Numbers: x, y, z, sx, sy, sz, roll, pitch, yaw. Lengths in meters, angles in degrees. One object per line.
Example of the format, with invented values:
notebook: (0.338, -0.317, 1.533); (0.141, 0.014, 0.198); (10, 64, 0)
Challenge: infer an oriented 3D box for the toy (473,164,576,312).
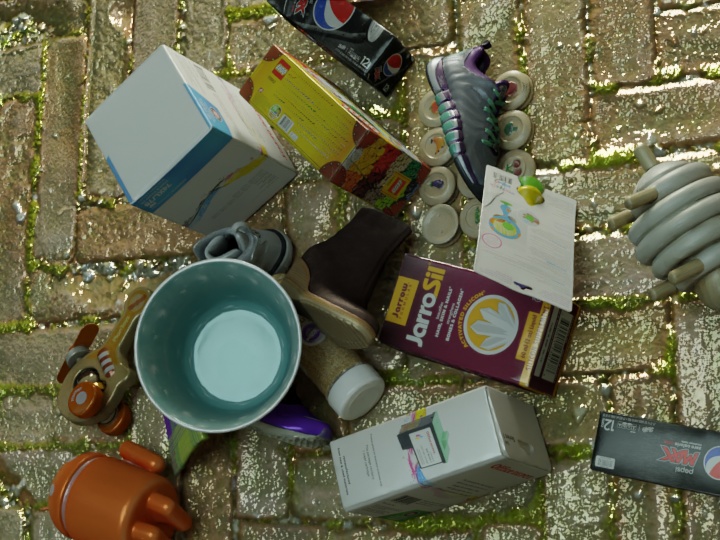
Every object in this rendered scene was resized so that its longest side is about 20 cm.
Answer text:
toy: (0.177, -0.028, 1.612); (0.201, 0.114, 0.047); (-76, 10, -48)

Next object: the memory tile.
memory tile: (0.138, -0.134, 1.751); (0.152, 0.017, 0.202); (-9, 73, 27)

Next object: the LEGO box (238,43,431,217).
LEGO box: (-0.031, -0.168, 1.768); (0.077, 0.149, 0.200); (-51, 56, 9)

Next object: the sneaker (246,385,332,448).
sneaker: (-0.114, 0.148, 1.785); (0.199, 0.069, 0.100); (16, 83, 31)

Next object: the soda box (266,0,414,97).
soda box: (-0.026, -0.306, 1.854); (0.200, 0.071, 0.064); (40, 92, 31)

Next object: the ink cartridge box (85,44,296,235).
ink cartridge box: (-0.210, -0.155, 1.842); (0.146, 0.200, 0.147); (-41, 61, 15)

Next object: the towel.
towel: (-0.228, 0.140, 1.833); (0.144, 0.023, 0.202); (125, 136, -57)

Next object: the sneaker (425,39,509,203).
sneaker: (0.141, -0.179, 1.711); (0.087, 0.074, 0.202); (-24, 65, 16)

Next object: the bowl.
bowl: (-0.155, 0.095, 1.715); (0.198, 0.105, 0.203); (-2, 78, 10)

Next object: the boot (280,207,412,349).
boot: (0.000, 0.000, 1.708); (0.166, 0.073, 0.199); (-43, 34, -16)

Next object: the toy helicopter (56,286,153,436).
toy helicopter: (-0.334, 0.109, 1.929); (0.132, 0.079, 0.201); (22, 77, 40)

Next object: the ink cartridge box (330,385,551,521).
ink cartridge box: (0.090, 0.205, 1.612); (0.198, 0.145, 0.085); (-22, 67, 22)

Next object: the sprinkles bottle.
sprinkles bottle: (-0.055, 0.091, 1.768); (0.068, 0.068, 0.200); (-49, 59, 9)

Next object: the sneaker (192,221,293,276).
sneaker: (-0.179, 0.019, 1.828); (0.200, 0.115, 0.075); (-49, 60, 9)

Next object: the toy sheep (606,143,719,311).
toy sheep: (0.342, -0.048, 1.548); (0.137, 0.138, 0.201); (-30, 77, 19)

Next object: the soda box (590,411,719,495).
soda box: (0.344, 0.195, 1.507); (0.198, 0.071, 0.064); (9, 83, 29)

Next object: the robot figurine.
robot figurine: (-0.309, 0.297, 1.826); (0.198, 0.116, 0.146); (15, 103, 31)

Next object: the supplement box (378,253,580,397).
supplement box: (0.134, 0.061, 1.661); (0.198, 0.085, 0.111); (15, 85, 31)
